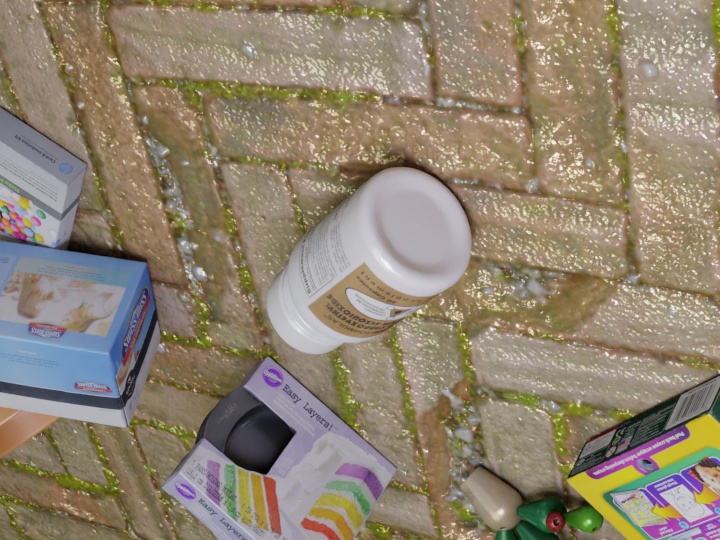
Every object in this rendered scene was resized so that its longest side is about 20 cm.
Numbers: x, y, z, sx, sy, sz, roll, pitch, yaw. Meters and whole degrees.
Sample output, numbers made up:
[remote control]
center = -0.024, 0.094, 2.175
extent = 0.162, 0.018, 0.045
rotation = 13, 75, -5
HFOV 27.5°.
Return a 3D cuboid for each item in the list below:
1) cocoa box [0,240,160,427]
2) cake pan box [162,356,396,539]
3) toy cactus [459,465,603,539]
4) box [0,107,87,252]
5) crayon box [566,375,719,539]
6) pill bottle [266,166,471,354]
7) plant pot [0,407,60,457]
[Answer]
[cocoa box]
center = -0.331, 0.065, 1.567
extent = 0.199, 0.134, 0.132
rotation = 8, 139, 9
[cake pan box]
center = -0.083, 0.213, 1.525
extent = 0.200, 0.184, 0.052
rotation = 43, 137, -4
[toy cactus]
center = 0.162, 0.271, 1.477
extent = 0.165, 0.102, 0.200
rotation = 43, 151, 9
[box]
center = -0.379, -0.083, 1.578
extent = 0.156, 0.041, 0.200
rotation = 34, 143, 5
[crayon box]
center = 0.310, 0.196, 1.301
extent = 0.172, 0.058, 0.200
rotation = 43, 142, -7
[pill bottle]
center = 0.000, 0.000, 1.304
extent = 0.114, 0.114, 0.200
rotation = 44, 141, -7
[plant pot]
center = -0.433, 0.129, 1.724
extent = 0.140, 0.200, 0.200
rotation = 53, 142, 7
